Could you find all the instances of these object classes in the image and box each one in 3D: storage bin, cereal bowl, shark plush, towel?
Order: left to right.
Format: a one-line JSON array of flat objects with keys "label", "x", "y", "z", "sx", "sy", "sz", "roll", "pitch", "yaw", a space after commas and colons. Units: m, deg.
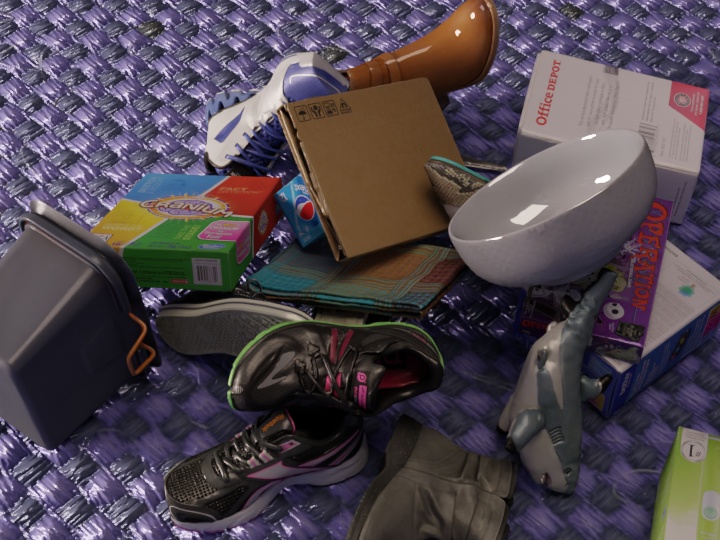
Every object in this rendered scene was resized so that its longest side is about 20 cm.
[{"label": "storage bin", "x": -0.269, "y": 0.066, "z": 1.226, "sx": 0.144, "sy": 0.201, "sz": 0.135, "roll": 30, "pitch": 63, "yaw": 20}, {"label": "towel", "x": 0.000, "y": 0.000, "z": 1.347, "sx": 0.197, "sy": 0.022, "sz": 0.147, "roll": 6, "pitch": 27, "yaw": 27}, {"label": "cereal bowl", "x": 0.185, "y": -0.045, "z": 1.265, "sx": 0.198, "sy": 0.084, "sz": 0.200, "roll": -27, "pitch": 16, "yaw": 8}, {"label": "shark plush", "x": 0.189, "y": 0.097, "z": 1.256, "sx": 0.082, "sy": 0.091, "sz": 0.203, "roll": 20, "pitch": 83, "yaw": -2}]

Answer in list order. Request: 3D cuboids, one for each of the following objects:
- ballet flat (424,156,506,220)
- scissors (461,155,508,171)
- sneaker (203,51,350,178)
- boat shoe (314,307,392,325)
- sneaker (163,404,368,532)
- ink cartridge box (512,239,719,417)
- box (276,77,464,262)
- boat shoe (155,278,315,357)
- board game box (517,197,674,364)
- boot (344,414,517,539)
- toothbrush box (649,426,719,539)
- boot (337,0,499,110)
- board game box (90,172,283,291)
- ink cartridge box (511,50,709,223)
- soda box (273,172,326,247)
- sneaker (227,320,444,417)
[{"label": "ballet flat", "x": 0.140, "y": -0.055, "z": 1.400, "sx": 0.198, "sy": 0.076, "sz": 0.067, "roll": 15, "pitch": 0, "yaw": -37}, {"label": "scissors", "x": 0.064, "y": -0.127, "z": 1.537, "sx": 0.198, "sy": 0.014, "sz": 0.073, "roll": 25, "pitch": 49, "yaw": 14}, {"label": "sneaker", "x": -0.098, "y": -0.142, "z": 1.456, "sx": 0.080, "sy": 0.198, "sz": 0.117, "roll": 33, "pitch": 54, "yaw": -35}, {"label": "boat shoe", "x": -0.003, "y": 0.054, "z": 1.342, "sx": 0.071, "sy": 0.068, "sz": 0.201, "roll": -1, "pitch": 31, "yaw": 21}, {"label": "sneaker", "x": -0.085, "y": 0.157, "z": 1.222, "sx": 0.198, "sy": 0.087, "sz": 0.081, "roll": -21, "pitch": 53, "yaw": -22}, {"label": "ink cartridge box", "x": 0.244, "y": 0.049, "z": 1.353, "sx": 0.199, "sy": 0.077, "sz": 0.136, "roll": -30, "pitch": 55, "yaw": -29}, {"label": "box", "x": 0.024, "y": -0.104, "z": 1.380, "sx": 0.198, "sy": 0.021, "sz": 0.165, "roll": -16, "pitch": 81, "yaw": -41}, {"label": "boat shoe", "x": -0.109, "y": 0.045, "z": 1.287, "sx": 0.198, "sy": 0.075, "sz": 0.062, "roll": 1, "pitch": 36, "yaw": 42}, {"label": "board game box", "x": 0.231, "y": -0.006, "z": 1.336, "sx": 0.118, "sy": 0.033, "sz": 0.201, "roll": 16, "pitch": 48, "yaw": 7}, {"label": "boot", "x": 0.062, "y": 0.223, "z": 1.196, "sx": 0.129, "sy": 0.068, "sz": 0.201, "roll": 23, "pitch": 52, "yaw": 7}, {"label": "toothbrush box", "x": 0.322, "y": 0.252, "z": 1.177, "sx": 0.143, "sy": 0.087, "sz": 0.202, "roll": 14, "pitch": 50, "yaw": 8}, {"label": "boot", "x": 0.051, "y": -0.219, "z": 1.479, "sx": 0.153, "sy": 0.200, "sz": 0.074, "roll": -8, "pitch": 62, "yaw": -31}, {"label": "board game box", "x": -0.171, "y": -0.041, "z": 1.354, "sx": 0.151, "sy": 0.041, "sz": 0.200, "roll": 2, "pitch": 24, "yaw": 11}, {"label": "ink cartridge box", "x": 0.276, "y": -0.150, "z": 1.526, "sx": 0.197, "sy": 0.083, "sz": 0.148, "roll": 14, "pitch": 49, "yaw": 7}, {"label": "soda box", "x": 0.009, "y": -0.096, "z": 1.426, "sx": 0.199, "sy": 0.068, "sz": 0.065, "roll": -28, "pitch": 86, "yaw": -41}, {"label": "sneaker", "x": -0.018, "y": 0.085, "z": 1.185, "sx": 0.197, "sy": 0.078, "sz": 0.084, "roll": -9, "pitch": 19, "yaw": -18}]
